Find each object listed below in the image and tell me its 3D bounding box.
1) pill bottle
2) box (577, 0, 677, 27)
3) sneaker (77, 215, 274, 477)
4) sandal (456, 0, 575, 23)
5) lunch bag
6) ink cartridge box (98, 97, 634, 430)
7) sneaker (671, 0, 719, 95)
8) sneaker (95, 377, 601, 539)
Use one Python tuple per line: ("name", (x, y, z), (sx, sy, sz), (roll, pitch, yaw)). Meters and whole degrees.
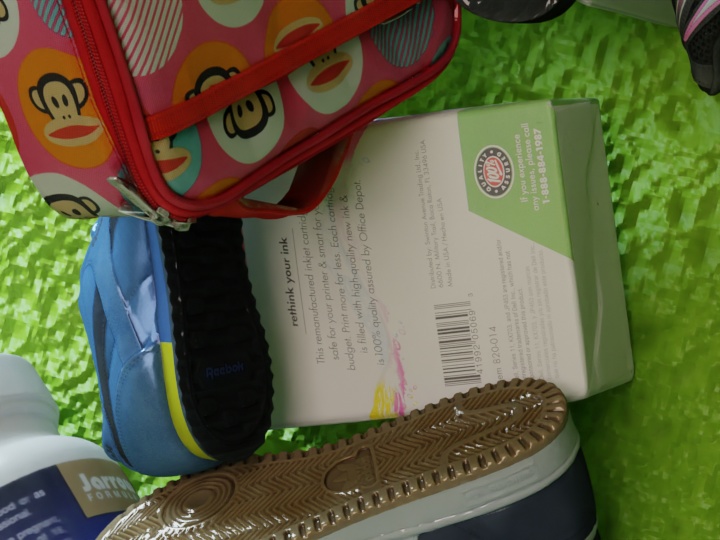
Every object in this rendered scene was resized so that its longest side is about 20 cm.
("pill bottle", (-0.128, 0.140, 1.093), (0.116, 0.116, 0.201), (-39, 69, 13))
("box", (0.097, -0.214, 1.049), (0.124, 0.097, 0.201), (27, 102, 26))
("sneaker", (-0.083, -0.021, 1.036), (0.078, 0.066, 0.202), (-5, 88, 42))
("sandal", (0.065, -0.192, 0.983), (0.075, 0.048, 0.202), (7, 93, 28))
("lunch bag", (-0.051, -0.101, 0.972), (0.082, 0.200, 0.177), (-3, 111, 40))
("ink cartridge box", (0.000, 0.000, 1.075), (0.199, 0.067, 0.118), (-6, 93, 22))
("sneaker", (0.182, -0.115, 0.931), (0.200, 0.080, 0.087), (-28, 64, 56))
("sneaker", (0.000, 0.120, 1.030), (0.199, 0.109, 0.070), (-18, 31, 10))
